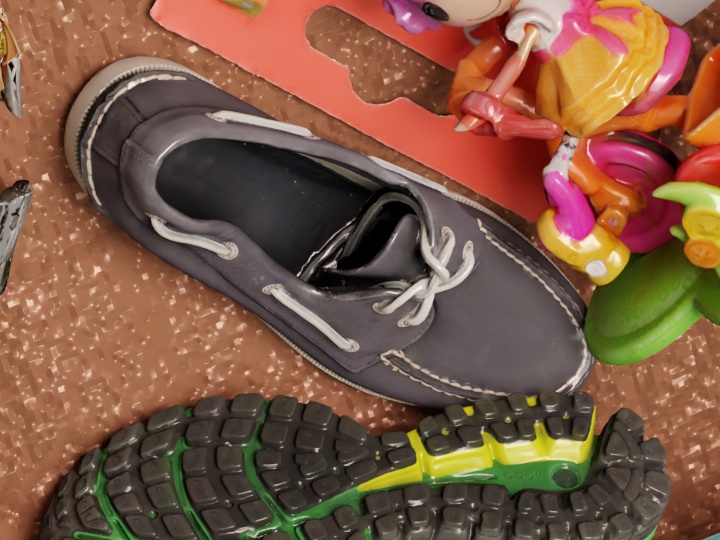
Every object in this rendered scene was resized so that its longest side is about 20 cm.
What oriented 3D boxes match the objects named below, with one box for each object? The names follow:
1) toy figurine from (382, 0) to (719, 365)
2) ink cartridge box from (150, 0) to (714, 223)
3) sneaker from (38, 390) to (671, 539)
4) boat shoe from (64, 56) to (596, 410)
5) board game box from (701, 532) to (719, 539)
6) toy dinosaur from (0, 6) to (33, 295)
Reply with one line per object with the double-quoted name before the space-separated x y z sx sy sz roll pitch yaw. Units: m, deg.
"toy figurine" 0.070 -0.083 0.824 0.184 0.150 0.200 38 134 -16
"ink cartridge box" 0.054 -0.127 0.860 0.163 0.057 0.200 27 92 -26
"sneaker" -0.004 0.093 0.897 0.200 0.078 0.085 0 137 -8
"boat shoe" 0.000 0.000 0.873 0.200 0.063 0.073 29 93 -27
"board game box" 0.212 0.122 0.928 0.200 0.047 0.151 -24 127 8
"toy dinosaur" -0.162 0.010 0.808 0.136 0.102 0.200 14 81 -40
